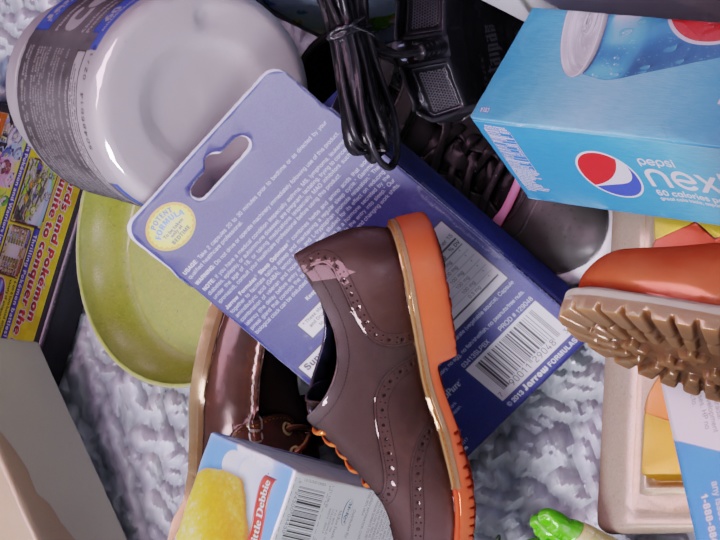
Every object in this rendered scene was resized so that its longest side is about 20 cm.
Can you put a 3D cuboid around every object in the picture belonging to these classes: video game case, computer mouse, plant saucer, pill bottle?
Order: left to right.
[{"bbox_3d":[-0.226,0.000,1.628,0.180,0.025,0.201,15,87,45],"label":"video game case"},{"bbox_3d":[-0.111,-0.091,1.408,0.200,0.113,0.114,15,88,67],"label":"pill bottle"},{"bbox_3d":[-0.076,-0.032,1.493,0.199,0.031,0.201,-14,69,39],"label":"plant saucer"},{"bbox_3d":[0.033,-0.133,1.288,0.046,0.200,0.141,-6,102,40],"label":"computer mouse"}]

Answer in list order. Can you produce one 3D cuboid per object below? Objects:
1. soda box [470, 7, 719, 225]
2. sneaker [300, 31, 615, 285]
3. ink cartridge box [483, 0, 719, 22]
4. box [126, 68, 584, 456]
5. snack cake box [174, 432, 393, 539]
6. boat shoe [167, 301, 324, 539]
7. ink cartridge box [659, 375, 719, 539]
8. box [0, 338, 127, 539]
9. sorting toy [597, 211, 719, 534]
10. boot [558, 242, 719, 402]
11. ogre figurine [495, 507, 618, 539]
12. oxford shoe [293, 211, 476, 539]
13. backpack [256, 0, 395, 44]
[{"bbox_3d":[0.151,-0.065,1.209,0.199,0.064,0.068,10,61,40],"label":"soda box"},{"bbox_3d":[0.039,-0.056,1.344,0.200,0.099,0.071,37,101,42],"label":"sneaker"},{"bbox_3d":[0.113,-0.218,1.292,0.084,0.146,0.201,-5,74,41],"label":"ink cartridge box"},{"bbox_3d":[0.000,0.000,1.315,0.121,0.200,0.032,-45,12,24],"label":"box"},{"bbox_3d":[-0.044,0.190,1.336,0.067,0.115,0.201,19,90,44],"label":"snack cake box"},{"bbox_3d":[-0.051,0.096,1.396,0.070,0.070,0.201,13,103,23],"label":"boat shoe"},{"bbox_3d":[0.229,0.055,1.103,0.199,0.086,0.147,-18,64,16],"label":"ink cartridge box"},{"bbox_3d":[-0.191,0.141,1.493,0.095,0.078,0.200,-42,62,25],"label":"box"},{"bbox_3d":[0.188,0.022,1.214,0.199,0.036,0.186,-6,74,36],"label":"sorting toy"},{"bbox_3d":[0.178,-0.004,1.065,0.199,0.075,0.108,2,67,17],"label":"boot"},{"bbox_3d":[0.118,0.177,1.208,0.199,0.098,0.120,11,66,29],"label":"ogre figurine"},{"bbox_3d":[0.010,0.074,1.285,0.071,0.072,0.201,-128,29,-74],"label":"oxford shoe"},{"bbox_3d":[-0.005,-0.213,1.363,0.183,0.200,0.147,-33,57,31],"label":"backpack"}]
